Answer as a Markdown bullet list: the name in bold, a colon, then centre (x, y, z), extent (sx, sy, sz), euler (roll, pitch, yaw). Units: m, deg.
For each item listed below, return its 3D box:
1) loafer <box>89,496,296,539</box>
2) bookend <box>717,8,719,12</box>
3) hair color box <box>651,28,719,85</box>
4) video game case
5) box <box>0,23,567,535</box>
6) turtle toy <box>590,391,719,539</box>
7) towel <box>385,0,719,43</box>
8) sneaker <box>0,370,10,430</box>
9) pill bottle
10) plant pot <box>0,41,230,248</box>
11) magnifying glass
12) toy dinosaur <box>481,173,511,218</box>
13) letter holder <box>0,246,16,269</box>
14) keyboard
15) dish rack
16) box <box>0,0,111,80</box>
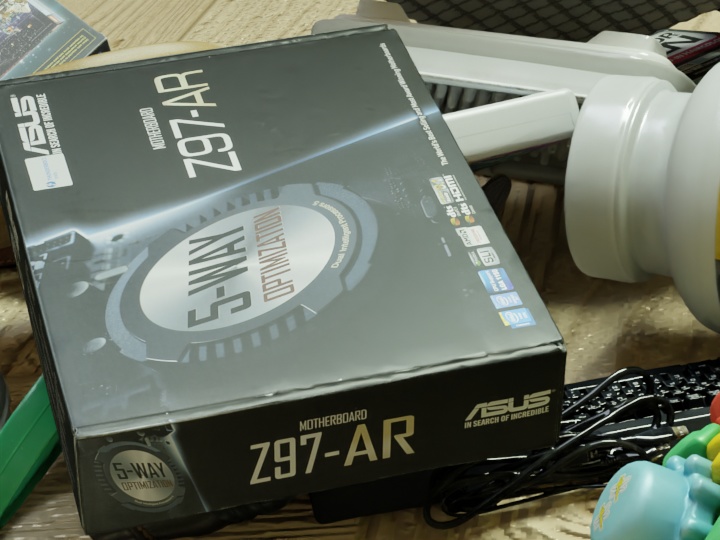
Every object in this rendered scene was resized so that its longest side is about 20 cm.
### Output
- **loafer**: centre (-0.065, 0.039, 0.812), extent (0.072, 0.073, 0.200), euler (-27, 15, 10)
- **bookend**: centre (0.278, -0.172, 1.139), extent (0.198, 0.093, 0.200), euler (24, 23, 4)
- **hair color box**: centre (0.117, -0.090, 1.135), extent (0.199, 0.061, 0.099), euler (10, 26, 44)
- **video game case**: centre (-0.028, -0.037, 0.919), extent (0.199, 0.024, 0.182), euler (-13, -1, -17)
- **box**: centre (-0.037, -0.006, 0.740), extent (0.159, 0.044, 0.200), euler (-9, 40, -12)
- **turtle toy**: centre (0.139, 0.072, 0.584), extent (0.145, 0.102, 0.200), euler (7, 23, 37)
- **towel**: centre (0.096, -0.173, 0.989), extent (0.165, 0.086, 0.200), euler (-19, -21, 27)
- **sneaker**: centre (-0.200, 0.060, 0.785), extent (0.074, 0.083, 0.200), euler (3, 21, 28)
- **pill bottle**: centre (0.184, -0.025, 0.812), extent (0.199, 0.113, 0.112), euler (8, 23, 26)
- **plant pot**: centre (-0.124, -0.052, 0.903), extent (0.199, 0.028, 0.200), euler (-21, -8, -3)
- **magnifying glass**: centre (-0.111, 0.048, 0.829), extent (0.022, 0.080, 0.200), euler (34, 12, 1)
- **toy dinosaur**: centre (0.000, 0.000, 0.952), extent (0.199, 0.061, 0.106), euler (-13, 1, -33)
- **letter holder**: centre (-0.254, -0.075, 1.113), extent (0.199, 0.143, 0.101), euler (-6, 18, 4)
- **keyboard**: centre (0.076, 0.049, 0.778), extent (0.199, 0.040, 0.104), euler (-11, 18, -6)
- **dish rack**: centre (0.080, -0.078, 0.990), extent (0.199, 0.044, 0.172), euler (11, -9, 27)
- **box**: centre (-0.234, -0.073, 1.036), extent (0.136, 0.038, 0.200), euler (37, 70, 22)
